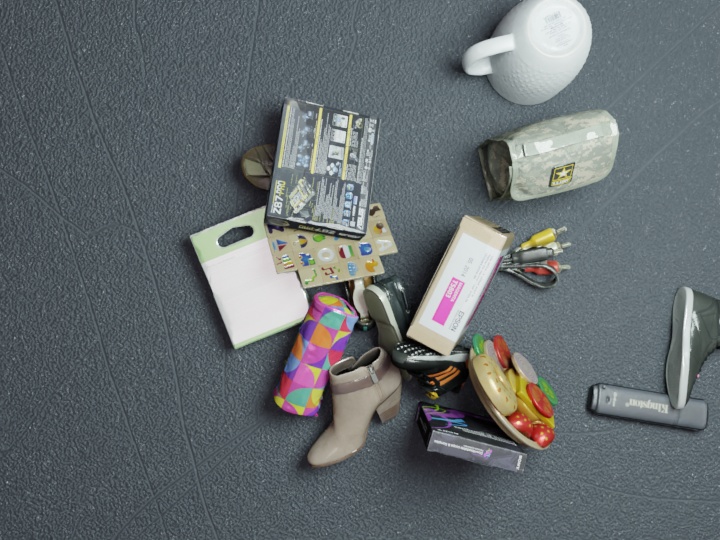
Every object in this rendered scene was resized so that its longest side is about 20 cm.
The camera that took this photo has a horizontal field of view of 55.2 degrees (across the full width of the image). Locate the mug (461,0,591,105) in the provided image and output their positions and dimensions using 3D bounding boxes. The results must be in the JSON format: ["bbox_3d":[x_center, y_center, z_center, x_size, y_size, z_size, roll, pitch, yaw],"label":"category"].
[{"bbox_3d":[0.256,-0.344,1.070,0.199,0.175,0.149,-12,91,0],"label":"mug"}]

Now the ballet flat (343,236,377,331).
[{"bbox_3d":[0.000,0.000,1.130,0.068,0.068,0.201,-11,91,1],"label":"ballet flat"}]

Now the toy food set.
[{"bbox_3d":[0.239,0.186,1.080,0.049,0.198,0.200,-40,100,24],"label":"toy food set"}]

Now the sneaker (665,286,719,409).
[{"bbox_3d":[0.565,0.132,1.129,0.099,0.071,0.201,10,82,3],"label":"sneaker"}]

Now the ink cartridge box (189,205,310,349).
[{"bbox_3d":[-0.177,0.011,1.140,0.145,0.048,0.201,-22,91,0],"label":"ink cartridge box"}]

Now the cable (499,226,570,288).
[{"bbox_3d":[0.254,-0.013,1.155,0.199,0.050,0.098,-7,99,12],"label":"cable"}]

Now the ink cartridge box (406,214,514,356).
[{"bbox_3d":[0.158,0.019,1.065,0.075,0.165,0.201,28,102,12],"label":"ink cartridge box"}]

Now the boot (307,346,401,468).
[{"bbox_3d":[-0.020,0.213,1.105,0.200,0.070,0.147,-33,127,-16],"label":"boot"}]

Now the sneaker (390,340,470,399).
[{"bbox_3d":[0.115,0.163,1.085,0.070,0.200,0.091,16,96,39],"label":"sneaker"}]

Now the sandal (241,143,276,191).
[{"bbox_3d":[-0.096,-0.172,1.137,0.199,0.055,0.082,-13,84,-15],"label":"sandal"}]

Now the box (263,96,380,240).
[{"bbox_3d":[-0.059,-0.159,1.089,0.160,0.049,0.201,10,76,-14],"label":"box"}]

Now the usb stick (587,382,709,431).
[{"bbox_3d":[0.484,0.229,1.156,0.199,0.033,0.056,9,89,0],"label":"usb stick"}]

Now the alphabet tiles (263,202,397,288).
[{"bbox_3d":[-0.048,-0.053,1.102,0.199,0.006,0.167,-11,60,-15],"label":"alphabet tiles"}]

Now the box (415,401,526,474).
[{"bbox_3d":[0.165,0.255,1.071,0.142,0.200,0.036,14,93,-1],"label":"box"}]

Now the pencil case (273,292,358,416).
[{"bbox_3d":[-0.072,0.136,1.106,0.088,0.088,0.201,23,104,-1],"label":"pencil case"}]

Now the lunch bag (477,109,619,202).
[{"bbox_3d":[0.287,-0.175,1.063,0.163,0.200,0.118,-14,91,-1],"label":"lunch bag"}]

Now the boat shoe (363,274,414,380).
[{"bbox_3d":[0.063,0.091,1.111,0.066,0.074,0.200,-38,123,-25],"label":"boat shoe"}]
